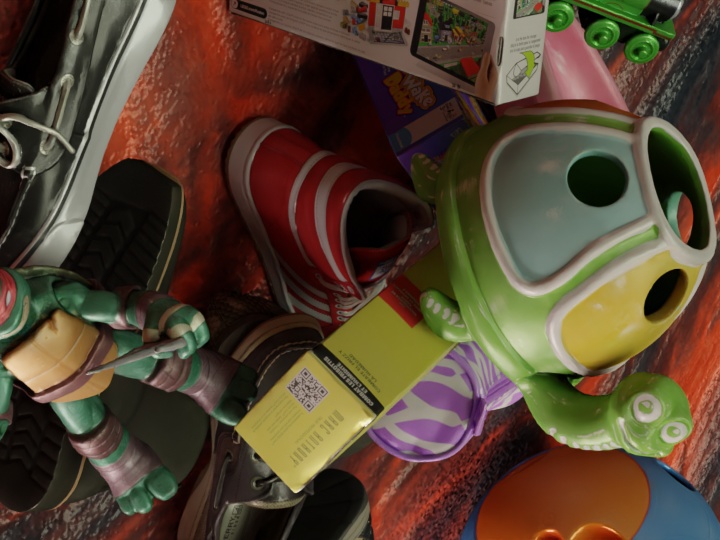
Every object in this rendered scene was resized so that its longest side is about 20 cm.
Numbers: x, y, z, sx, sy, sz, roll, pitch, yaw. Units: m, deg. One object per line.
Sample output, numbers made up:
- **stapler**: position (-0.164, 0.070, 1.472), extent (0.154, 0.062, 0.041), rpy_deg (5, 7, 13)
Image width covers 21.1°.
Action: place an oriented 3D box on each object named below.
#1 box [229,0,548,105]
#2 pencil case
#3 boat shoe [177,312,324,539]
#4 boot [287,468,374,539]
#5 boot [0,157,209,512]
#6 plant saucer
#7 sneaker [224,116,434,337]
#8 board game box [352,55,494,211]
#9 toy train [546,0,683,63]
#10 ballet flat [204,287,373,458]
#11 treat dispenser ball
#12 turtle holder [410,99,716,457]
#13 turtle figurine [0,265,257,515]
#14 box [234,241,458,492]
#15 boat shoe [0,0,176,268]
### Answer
- **box**: position (0.012, -0.166, 1.005), extent (0.035, 0.199, 0.111), rpy_deg (-17, 121, -43)
- **pencil case**: position (0.062, 0.068, 1.227), extent (0.200, 0.085, 0.084), rpy_deg (-23, 134, -69)
- **boat shoe**: position (-0.056, 0.116, 1.139), extent (0.072, 0.065, 0.201), rpy_deg (-1, 128, -33)
- **boot**: position (-0.049, 0.245, 1.249), extent (0.204, 0.073, 0.154), rpy_deg (-47, 141, -20)
- **boot**: position (-0.119, 0.036, 1.070), extent (0.138, 0.077, 0.201), rpy_deg (4, 119, -54)
- **plant saucer**: position (0.138, -0.082, 1.243), extent (0.051, 0.202, 0.200), rpy_deg (-24, 145, 20)
- **sneaker**: position (0.000, 0.000, 1.146), extent (0.071, 0.112, 0.200), rpy_deg (-50, 139, -18)
- **board game box**: position (0.061, -0.069, 1.165), extent (0.045, 0.135, 0.200), rpy_deg (-29, 140, 9)
- **toy train**: position (0.108, -0.179, 1.160), extent (0.199, 0.042, 0.057), rpy_deg (17, 131, -19)
- **ballet flat**: position (-0.041, 0.062, 1.189), extent (0.067, 0.046, 0.200), rpy_deg (-42, 143, 5)
- **treat dispenser ball**: position (0.166, 0.224, 1.384), extent (0.200, 0.200, 0.202), rpy_deg (-25, 126, -40)
- **turtle holder**: position (0.111, -0.005, 1.003), extent (0.141, 0.131, 0.186), rpy_deg (42, 40, -33)
- **turtle figurine**: position (-0.138, 0.047, 0.926), extent (0.149, 0.101, 0.200), rpy_deg (-31, 148, 14)
- **box**: position (0.015, 0.041, 1.036), extent (0.075, 0.050, 0.200), rpy_deg (-47, 175, 35)
- **boat shoe**: position (-0.160, -0.076, 0.953), extent (0.068, 0.073, 0.200), rpy_deg (24, 96, -43)
